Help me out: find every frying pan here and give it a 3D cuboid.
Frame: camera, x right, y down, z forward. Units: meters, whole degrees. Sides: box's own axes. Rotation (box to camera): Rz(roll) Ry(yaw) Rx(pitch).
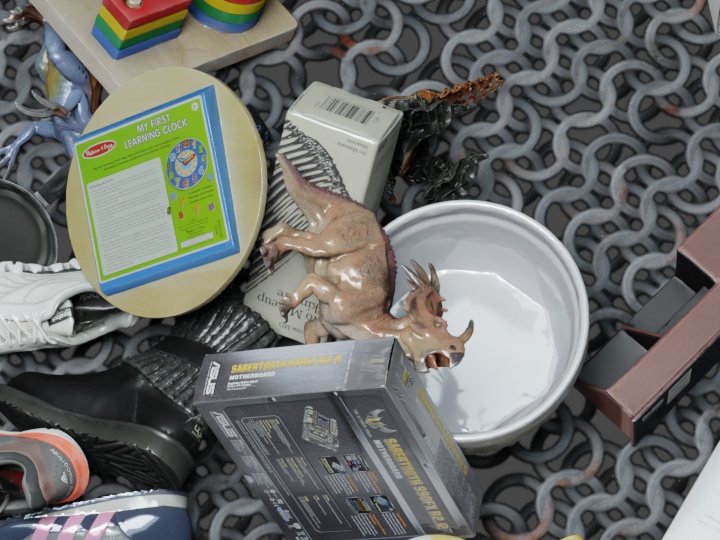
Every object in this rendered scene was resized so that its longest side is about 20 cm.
[{"bbox_3d":[-0.292,-0.055,1.743,0.115,0.031,0.190,27,106,1],"label":"frying pan"}]

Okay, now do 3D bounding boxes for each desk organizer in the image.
[{"bbox_3d":[0.261,0.038,1.678,0.200,0.072,0.077,-44,70,-10],"label":"desk organizer"}]

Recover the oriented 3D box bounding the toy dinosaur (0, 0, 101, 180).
[{"bbox_3d":[-0.241,-0.146,1.786,0.200,0.105,0.182,-31,91,-18],"label":"toy dinosaur"}]

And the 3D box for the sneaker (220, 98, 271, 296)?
[{"bbox_3d":[-0.118,-0.075,1.753,0.112,0.073,0.200,-20,76,-11],"label":"sneaker"}]

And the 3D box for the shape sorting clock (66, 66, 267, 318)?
[{"bbox_3d":[-0.154,-0.062,1.650,0.200,0.039,0.200,-1,89,34],"label":"shape sorting clock"}]

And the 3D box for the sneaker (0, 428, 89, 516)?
[{"bbox_3d":[-0.314,0.161,1.651,0.200,0.082,0.077,-7,104,30],"label":"sneaker"}]

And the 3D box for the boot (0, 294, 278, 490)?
[{"bbox_3d":[-0.182,0.085,1.695,0.211,0.079,0.158,14,59,29],"label":"boot"}]

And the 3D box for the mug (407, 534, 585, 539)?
[{"bbox_3d":[0.070,0.252,1.578,0.149,0.153,0.187,30,76,15],"label":"mug"}]

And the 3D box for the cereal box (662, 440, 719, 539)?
[{"bbox_3d":[0.310,0.224,1.624,0.144,0.040,0.200,29,76,14],"label":"cereal box"}]

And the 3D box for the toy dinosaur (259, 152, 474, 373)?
[{"bbox_3d":[0.000,0.000,1.589,0.135,0.086,0.200,-18,78,-1],"label":"toy dinosaur"}]

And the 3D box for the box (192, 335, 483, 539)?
[{"bbox_3d":[-0.014,0.134,1.582,0.158,0.200,0.048,-8,47,23],"label":"box"}]

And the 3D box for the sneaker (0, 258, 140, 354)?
[{"bbox_3d":[-0.267,0.034,1.715,0.200,0.075,0.081,-14,26,3],"label":"sneaker"}]

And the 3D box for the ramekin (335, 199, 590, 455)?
[{"bbox_3d":[0.084,0.053,1.671,0.200,0.105,0.200,-2,71,5],"label":"ramekin"}]

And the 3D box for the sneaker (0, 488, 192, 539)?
[{"bbox_3d":[-0.230,0.230,1.660,0.200,0.070,0.082,-12,76,6],"label":"sneaker"}]

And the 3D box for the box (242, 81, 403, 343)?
[{"bbox_3d":[-0.033,-0.043,1.669,0.082,0.200,0.068,19,31,10],"label":"box"}]

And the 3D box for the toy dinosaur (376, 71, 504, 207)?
[{"bbox_3d":[0.032,-0.112,1.738,0.200,0.102,0.136,-52,31,-6],"label":"toy dinosaur"}]

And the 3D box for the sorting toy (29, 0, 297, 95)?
[{"bbox_3d":[-0.178,-0.259,1.774,0.199,0.070,0.200,-27,67,-38],"label":"sorting toy"}]

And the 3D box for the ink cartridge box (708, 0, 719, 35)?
[{"bbox_3d":[0.357,-0.315,1.783,0.145,0.084,0.200,-10,70,2],"label":"ink cartridge box"}]
